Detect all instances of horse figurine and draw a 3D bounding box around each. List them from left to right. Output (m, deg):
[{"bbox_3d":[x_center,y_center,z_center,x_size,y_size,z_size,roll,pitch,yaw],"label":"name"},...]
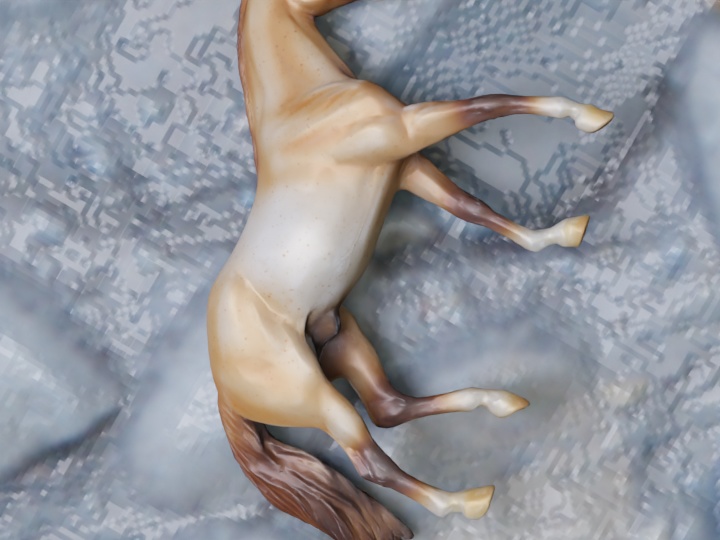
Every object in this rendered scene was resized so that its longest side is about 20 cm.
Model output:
[{"bbox_3d":[0.000,0.000,0.828,0.132,0.050,0.201,18,100,10],"label":"horse figurine"}]
